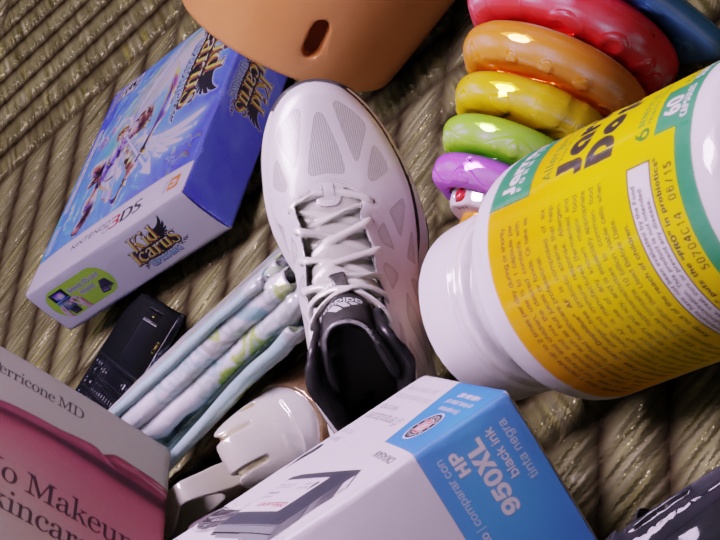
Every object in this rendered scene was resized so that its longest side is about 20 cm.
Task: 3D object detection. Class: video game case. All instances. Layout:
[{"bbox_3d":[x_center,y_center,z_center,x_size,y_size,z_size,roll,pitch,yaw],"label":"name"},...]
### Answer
[{"bbox_3d":[-0.127,-0.077,1.553,0.181,0.045,0.200,-29,32,43],"label":"video game case"}]

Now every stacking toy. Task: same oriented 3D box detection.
[{"bbox_3d":[0.076,-0.054,1.111,0.116,0.110,0.200,2,65,61],"label":"stacking toy"}]

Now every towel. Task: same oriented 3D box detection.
[{"bbox_3d":[-0.067,0.042,1.262,0.200,0.048,0.171,-41,2,29],"label":"towel"}]

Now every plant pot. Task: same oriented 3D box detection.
[{"bbox_3d":[-0.018,-0.198,1.368,0.200,0.200,0.140,-107,38,-58],"label":"plant pot"}]

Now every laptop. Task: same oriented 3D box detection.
[{"bbox_3d":[-0.212,0.081,1.436,0.200,0.103,0.177,-58,15,-3],"label":"laptop"}]

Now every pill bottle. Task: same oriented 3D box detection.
[{"bbox_3d":[0.118,-0.010,0.975,0.200,0.113,0.113,-26,39,49],"label":"pill bottle"}]

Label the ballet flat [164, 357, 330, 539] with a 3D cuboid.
[{"bbox_3d":[-0.062,0.104,1.201,0.200,0.072,0.068,-39,69,33],"label":"ballet flat"}]

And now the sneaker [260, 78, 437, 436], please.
[{"bbox_3d":[0.001,0.000,1.091,0.115,0.076,0.201,86,171,-85],"label":"sneaker"}]

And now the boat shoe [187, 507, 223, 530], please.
[{"bbox_3d":[-0.055,0.148,1.158,0.200,0.072,0.065,-33,20,52],"label":"boat shoe"}]

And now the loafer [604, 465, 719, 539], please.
[{"bbox_3d":[0.115,0.126,0.885,0.200,0.068,0.070,-39,21,27],"label":"loafer"}]

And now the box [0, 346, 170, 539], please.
[{"bbox_3d":[-0.175,0.153,1.120,0.109,0.128,0.200,-41,29,29],"label":"box"}]

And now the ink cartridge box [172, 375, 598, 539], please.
[{"bbox_3d":[-0.018,0.132,0.963,0.200,0.084,0.145,-33,6,-10],"label":"ink cartridge box"}]
